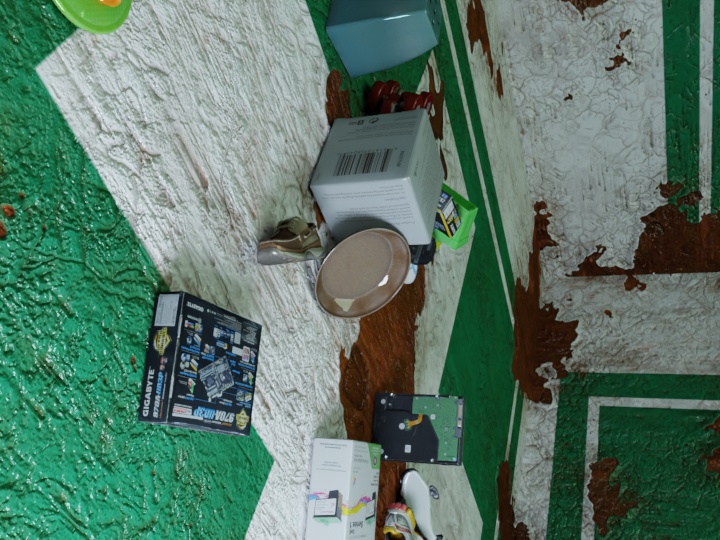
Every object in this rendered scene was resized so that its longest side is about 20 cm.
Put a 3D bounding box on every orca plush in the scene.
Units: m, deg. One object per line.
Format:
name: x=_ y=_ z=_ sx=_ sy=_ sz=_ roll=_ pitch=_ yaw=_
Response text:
orca plush: x=0.139 y=0.552 z=1.721 sx=0.202 sy=0.104 sz=0.071 roll=57 pitch=-9 yaw=-13

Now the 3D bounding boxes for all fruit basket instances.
fruit basket: x=0.159 y=-0.108 z=1.736 sx=0.155 sy=0.211 sz=0.221 roll=-24 pitch=110 yaw=-65

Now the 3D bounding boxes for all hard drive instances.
hard drive: x=0.121 y=0.333 z=1.534 sx=0.038 sy=0.196 sz=0.143 roll=41 pitch=50 yaw=-58

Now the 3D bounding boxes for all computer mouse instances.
computer mouse: x=0.087 y=-0.088 z=1.579 sx=0.197 sy=0.046 sz=0.144 roll=4 pitch=104 yaw=-34

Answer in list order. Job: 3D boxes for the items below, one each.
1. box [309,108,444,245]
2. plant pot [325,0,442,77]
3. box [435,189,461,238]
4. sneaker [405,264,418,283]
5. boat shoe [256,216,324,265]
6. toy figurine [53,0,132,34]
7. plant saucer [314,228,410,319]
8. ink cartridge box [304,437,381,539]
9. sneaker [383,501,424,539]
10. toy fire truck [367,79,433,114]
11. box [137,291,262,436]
box: x=0.040 y=-0.172 z=1.384 sx=0.173 sy=0.195 sz=0.203 roll=65 pitch=32 yaw=-43
plant pot: x=0.056 y=-0.500 z=1.452 sx=0.142 sy=0.196 sz=0.144 roll=52 pitch=41 yaw=-54
box: x=0.121 y=-0.164 z=1.572 sx=0.050 sy=0.199 sz=0.160 roll=-52 pitch=159 yaw=-2
sneaker: x=0.083 y=-0.056 z=1.660 sx=0.072 sy=0.071 sz=0.204 roll=-35 pitch=124 yaw=-36
boat shoe: x=-0.116 y=-0.049 z=1.172 sx=0.200 sy=0.074 sz=0.074 roll=-12 pitch=95 yaw=-76
toy figurine: x=-0.237 y=-0.358 z=0.756 sx=0.200 sy=0.180 sz=0.153 roll=51 pitch=43 yaw=-54
plant saucer: x=0.000 y=0.000 z=1.351 sx=0.037 sy=0.198 sz=0.202 roll=52 pitch=-8 yaw=45
ink cartridge box: x=-0.029 y=0.412 z=1.313 sx=0.145 sy=0.082 sz=0.205 roll=34 pitch=57 yaw=-62
sneaker: x=0.093 y=0.614 z=1.620 sx=0.082 sy=0.076 sz=0.203 roll=-54 pitch=128 yaw=-50
toy fire truck: x=0.079 y=-0.329 z=1.639 sx=0.200 sy=0.110 sz=0.171 roll=-34 pitch=143 yaw=-63
box: x=-0.204 y=0.130 z=0.966 sx=0.200 sy=0.045 sz=0.163 roll=35 pitch=56 yaw=-62
